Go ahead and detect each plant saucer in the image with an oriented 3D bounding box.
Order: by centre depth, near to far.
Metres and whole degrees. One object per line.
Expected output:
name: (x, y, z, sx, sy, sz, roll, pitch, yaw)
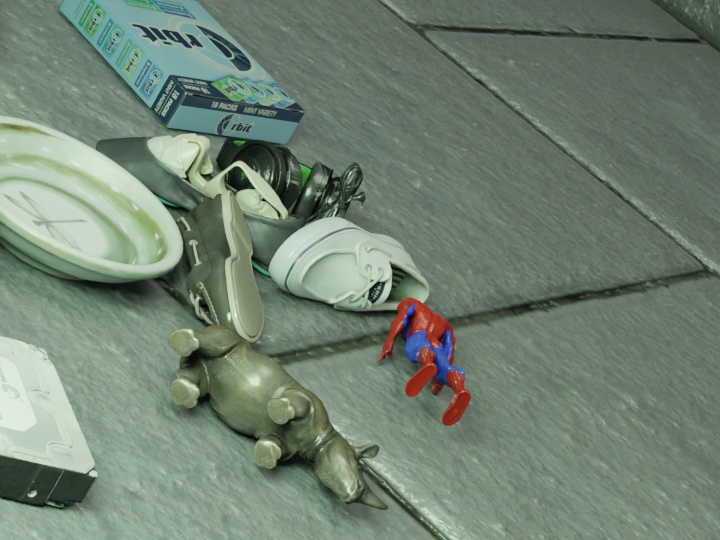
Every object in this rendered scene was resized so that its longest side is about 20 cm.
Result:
plant saucer: (-0.235, -0.043, 1.682, 0.200, 0.050, 0.200, 28, 22, -13)

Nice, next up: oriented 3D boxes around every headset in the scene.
headset: (-0.054, -0.084, 1.962, 0.123, 0.094, 0.200, 21, 13, -27)

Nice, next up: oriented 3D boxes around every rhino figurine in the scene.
rhino figurine: (-0.057, 0.109, 1.586, 0.200, 0.060, 0.087, 38, 11, 4)

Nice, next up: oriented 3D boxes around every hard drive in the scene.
hard drive: (-0.274, 0.080, 1.380, 0.200, 0.038, 0.140, 18, 26, -35)

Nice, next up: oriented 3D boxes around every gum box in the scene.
gum box: (-0.174, -0.205, 2.123, 0.170, 0.045, 0.200, 5, 34, -51)

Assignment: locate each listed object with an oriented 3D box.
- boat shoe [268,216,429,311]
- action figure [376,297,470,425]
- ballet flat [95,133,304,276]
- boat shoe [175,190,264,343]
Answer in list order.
boat shoe: (0.000, 0.000, 1.881, 0.067, 0.074, 0.200, 40, 21, 25)
action figure: (0.054, 0.070, 1.844, 0.065, 0.052, 0.200, 33, 16, -13)
ballet flat: (-0.132, -0.075, 1.869, 0.200, 0.073, 0.073, 34, 21, 3)
boat shoe: (-0.117, 0.006, 1.751, 0.200, 0.057, 0.067, -100, 165, -58)
